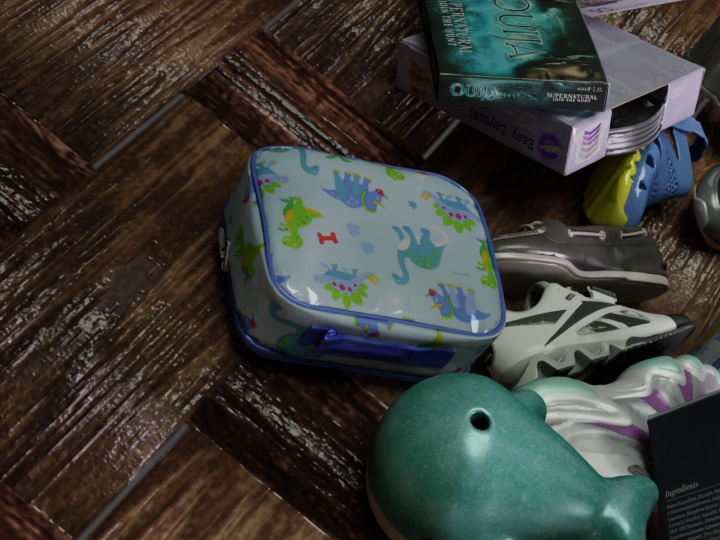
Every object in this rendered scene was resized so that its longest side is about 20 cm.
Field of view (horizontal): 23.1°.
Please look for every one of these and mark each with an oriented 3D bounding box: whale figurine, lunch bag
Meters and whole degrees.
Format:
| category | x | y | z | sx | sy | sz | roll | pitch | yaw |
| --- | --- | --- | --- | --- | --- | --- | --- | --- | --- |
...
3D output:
| category | x | y | z | sx | sy | sz | roll | pitch | yaw |
| --- | --- | --- | --- | --- | --- | --- | --- | --- | --- |
| whale figurine | 0.104 | 0.137 | 1.168 | 0.199 | 0.104 | 0.160 | 17 | 51 | 3 |
| lunch bag | 0.000 | 0.000 | 1.263 | 0.199 | 0.083 | 0.161 | 9 | 48 | -26 |

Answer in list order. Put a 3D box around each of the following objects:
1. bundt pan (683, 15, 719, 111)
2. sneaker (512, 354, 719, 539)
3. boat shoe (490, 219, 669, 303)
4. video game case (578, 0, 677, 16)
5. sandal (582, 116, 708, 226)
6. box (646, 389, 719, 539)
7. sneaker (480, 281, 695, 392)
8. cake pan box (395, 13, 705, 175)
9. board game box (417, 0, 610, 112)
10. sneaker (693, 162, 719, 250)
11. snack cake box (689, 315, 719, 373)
| category | x | y | z | sx | sy | sz | roll | pitch | yaw |
| --- | --- | --- | --- | --- | --- | --- | --- | --- | --- |
| bundt pan | 0.407 | -0.183 | 1.657 | 0.201 | 0.076 | 0.202 | 20 | 29 | -12 |
| sneaker | 0.203 | 0.143 | 1.282 | 0.199 | 0.078 | 0.140 | -9 | 60 | -27 |
| boat shoe | 0.161 | -0.013 | 1.388 | 0.199 | 0.067 | 0.057 | 8 | 62 | -36 |
| video game case | 0.157 | -0.262 | 1.544 | 0.199 | 0.181 | 0.026 | 11 | 88 | -24 |
| sandal | 0.251 | -0.092 | 1.513 | 0.087 | 0.080 | 0.200 | 35 | 44 | -7 |
| box | 0.295 | 0.193 | 1.215 | 0.148 | 0.107 | 0.201 | 15 | 61 | -38 |
| sneaker | 0.172 | 0.041 | 1.344 | 0.199 | 0.074 | 0.089 | -8 | 60 | -38 |
| cake pan box | 0.161 | -0.161 | 1.470 | 0.200 | 0.053 | 0.184 | 30 | 41 | 33 |
| board game box | 0.121 | -0.188 | 1.432 | 0.134 | 0.028 | 0.200 | 2 | 32 | -5 |
| sneaker | 0.370 | -0.066 | 1.548 | 0.199 | 0.077 | 0.079 | -10 | 89 | -37 |
| snack cake box | 0.344 | 0.033 | 1.432 | 0.067 | 0.115 | 0.200 | 42 | 42 | 7 |
